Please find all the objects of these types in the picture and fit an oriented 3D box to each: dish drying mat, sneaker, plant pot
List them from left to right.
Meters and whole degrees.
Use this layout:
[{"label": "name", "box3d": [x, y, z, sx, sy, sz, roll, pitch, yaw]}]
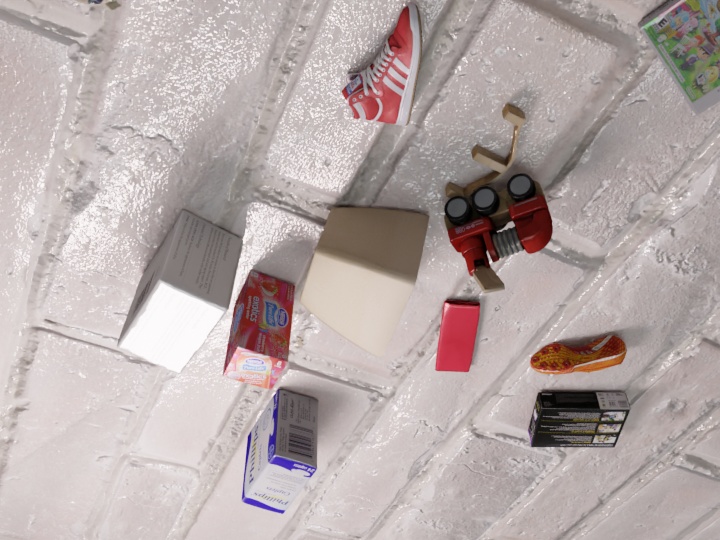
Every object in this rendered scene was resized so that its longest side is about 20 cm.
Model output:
[{"label": "plant pot", "box3d": [0.000, 0.000, 1.414, 0.176, 0.200, 0.201, 20, 129, -3]}, {"label": "sneaker", "box3d": [0.031, -0.312, 1.212, 0.112, 0.072, 0.201, 2, 133, -6]}, {"label": "dish drying mat", "box3d": [0.201, 0.138, 1.639, 0.076, 0.018, 0.201, 2, 132, 0]}, {"label": "sneaker", "box3d": [0.456, 0.191, 1.652, 0.198, 0.073, 0.077, -7, 141, 10]}]

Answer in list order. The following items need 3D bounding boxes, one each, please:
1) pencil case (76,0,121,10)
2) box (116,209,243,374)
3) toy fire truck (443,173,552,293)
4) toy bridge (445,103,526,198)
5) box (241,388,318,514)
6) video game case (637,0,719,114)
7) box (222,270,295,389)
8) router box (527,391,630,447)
[{"label": "pencil case", "box3d": [-0.355, -0.463, 1.073, 0.089, 0.078, 0.201, 24, 129, 6]}, {"label": "box", "box3d": [-0.324, 0.039, 1.432, 0.130, 0.201, 0.199, 27, 125, -20]}, {"label": "toy fire truck", "box3d": [0.241, -0.046, 1.335, 0.175, 0.201, 0.129, -18, 154, 15]}, {"label": "toy bridge", "box3d": [0.221, -0.188, 1.348, 0.067, 0.027, 0.200, 20, 129, -18]}, {"label": "box", "box3d": [-0.178, 0.402, 1.757, 0.104, 0.185, 0.200, 19, 128, -18]}, {"label": "video game case", "box3d": [0.551, -0.358, 1.204, 0.182, 0.022, 0.200, -33, 123, 25]}, {"label": "box", "box3d": [-0.189, 0.110, 1.493, 0.099, 0.201, 0.096, 19, 131, -16]}, {"label": "router box", "box3d": [0.491, 0.339, 1.790, 0.198, 0.051, 0.150, 1, 133, -1]}]
